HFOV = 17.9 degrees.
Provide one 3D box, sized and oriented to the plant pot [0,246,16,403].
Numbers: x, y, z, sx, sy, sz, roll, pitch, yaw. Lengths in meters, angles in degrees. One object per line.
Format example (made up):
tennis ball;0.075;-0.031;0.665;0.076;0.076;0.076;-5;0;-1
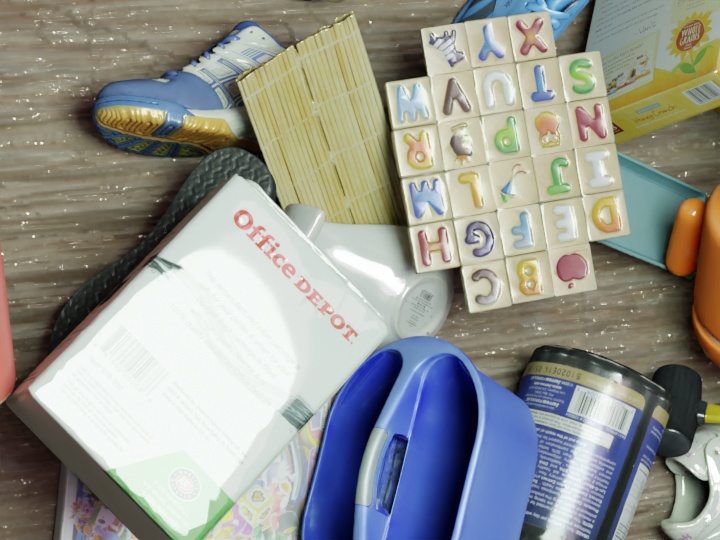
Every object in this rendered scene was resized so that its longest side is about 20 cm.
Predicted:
plant pot;-0.303;0.009;1.407;0.200;0.200;0.178;-22;106;-25

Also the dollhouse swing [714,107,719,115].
dollhouse swing;0.353;-0.173;1.739;0.200;0.182;0.176;40;91;-18

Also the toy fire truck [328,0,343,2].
toy fire truck;0.014;-0.312;1.611;0.200;0.129;0.176;-40;104;-34

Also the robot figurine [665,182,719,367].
robot figurine;0.305;0.003;1.671;0.143;0.200;0.117;-4;45;-3

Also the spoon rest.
spoon rest;0.000;0.000;1.592;0.200;0.061;0.100;34;86;-51

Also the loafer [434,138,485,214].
loafer;0.113;-0.070;1.668;0.200;0.070;0.076;2;88;-42

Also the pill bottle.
pill bottle;0.143;0.165;1.646;0.112;0.112;0.201;27;76;-22

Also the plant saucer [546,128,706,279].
plant saucer;0.195;-0.047;1.689;0.200;0.019;0.070;19;79;-51

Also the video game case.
video game case;-0.110;0.141;1.578;0.199;0.018;0.144;8;85;-25

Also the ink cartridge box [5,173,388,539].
ink cartridge box;-0.102;0.060;1.452;0.147;0.083;0.200;47;70;-8

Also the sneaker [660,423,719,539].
sneaker;0.293;0.130;1.739;0.099;0.075;0.201;28;76;-23

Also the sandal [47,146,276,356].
sandal;-0.128;0.007;1.537;0.075;0.048;0.201;40;82;15

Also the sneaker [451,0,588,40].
sneaker;0.123;-0.191;1.673;0.066;0.078;0.200;37;75;-22

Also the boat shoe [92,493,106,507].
boat shoe;-0.096;0.086;1.525;0.075;0.075;0.203;34;73;8

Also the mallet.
mallet;0.305;0.120;1.686;0.041;0.199;0.066;74;34;-51

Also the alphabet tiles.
alphabet tiles;0.104;-0.077;1.592;0.166;0.006;0.201;-10;90;-20

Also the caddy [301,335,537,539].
caddy;0.034;0.147;1.567;0.105;0.141;0.201;28;71;-46

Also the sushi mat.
sushi mat;-0.019;-0.077;1.575;0.095;0.012;0.200;-29;129;-14

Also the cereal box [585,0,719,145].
cereal box;0.229;-0.196;1.657;0.039;0.144;0.201;32;58;-30

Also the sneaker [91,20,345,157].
sneaker;-0.097;-0.127;1.574;0.199;0.075;0.089;-1;80;-35
